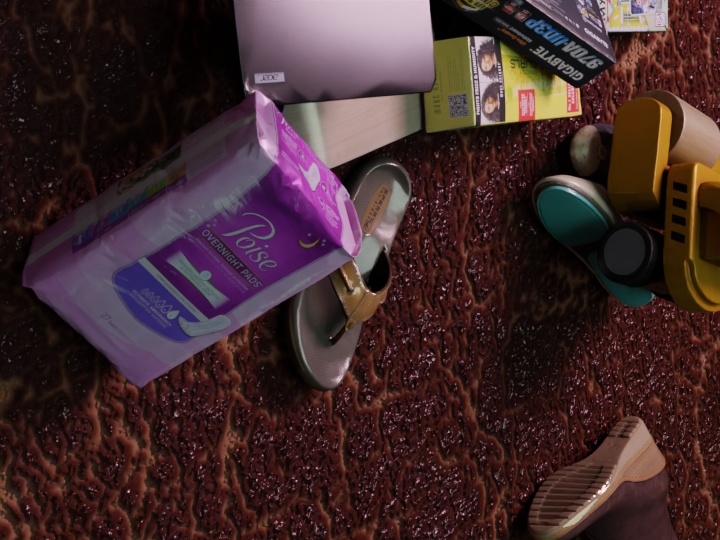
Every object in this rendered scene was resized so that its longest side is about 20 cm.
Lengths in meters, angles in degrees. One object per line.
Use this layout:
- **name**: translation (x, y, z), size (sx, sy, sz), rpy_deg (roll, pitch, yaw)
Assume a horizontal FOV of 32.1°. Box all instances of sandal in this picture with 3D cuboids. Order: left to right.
- **sandal**: translation (0.000, 0.000, 1.007), size (0.082, 0.054, 0.201), rpy_deg (38, 70, -37)

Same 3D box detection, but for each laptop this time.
- **laptop**: translation (-0.052, -0.217, 0.888), size (0.176, 0.200, 0.104), rpy_deg (-11, 135, -40)

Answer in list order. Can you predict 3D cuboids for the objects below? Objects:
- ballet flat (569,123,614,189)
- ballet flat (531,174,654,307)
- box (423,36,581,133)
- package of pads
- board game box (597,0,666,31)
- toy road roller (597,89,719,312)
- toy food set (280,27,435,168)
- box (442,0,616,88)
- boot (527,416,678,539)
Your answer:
- **ballet flat**: translation (0.276, -0.104, 1.236), size (0.199, 0.057, 0.067), rpy_deg (12, 86, -42)
- **ballet flat**: translation (0.226, -0.042, 1.205), size (0.200, 0.069, 0.070), rpy_deg (47, 65, -37)
- **box**: translation (0.123, -0.160, 1.068), size (0.200, 0.050, 0.076), rpy_deg (-13, 99, -55)
- **package of pads**: translation (-0.110, -0.015, 0.829), size (0.121, 0.199, 0.076), rpy_deg (48, 20, -36)
- **board game box**: translation (0.241, -0.328, 1.188), size (0.134, 0.029, 0.202), rpy_deg (-10, 102, -41)
- **toy road roller**: translation (0.312, -0.062, 1.138), size (0.122, 0.145, 0.202), rpy_deg (16, 76, -47)
- **toy food set**: translation (-0.011, -0.169, 0.984), size (0.200, 0.060, 0.145), rpy_deg (-29, 113, -45)
- **box**: translation (0.123, -0.258, 1.038), size (0.199, 0.046, 0.160), rpy_deg (21, 47, -41)
- **boot**: translation (0.252, 0.262, 1.249), size (0.200, 0.072, 0.167), rpy_deg (-35, 115, -37)
